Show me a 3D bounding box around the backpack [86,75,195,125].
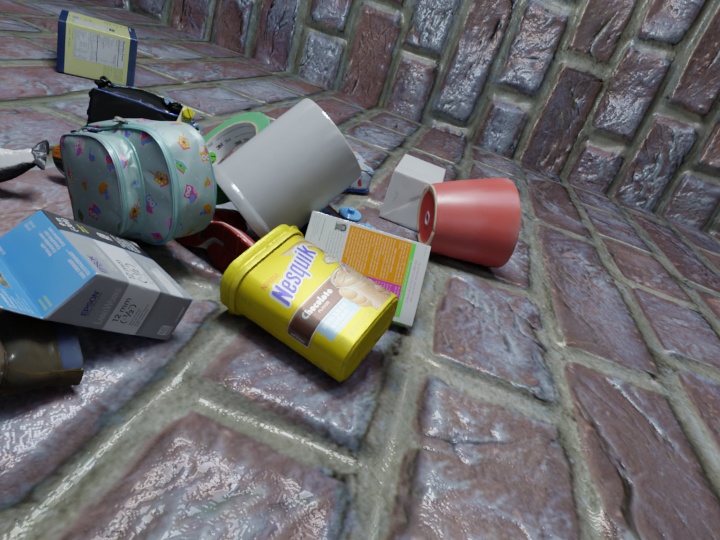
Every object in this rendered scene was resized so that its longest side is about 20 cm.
[{"bbox_3d":[-0.441,-0.300,1.065,0.180,0.136,0.200,17,13,-9],"label":"backpack"}]

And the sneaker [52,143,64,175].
[{"bbox_3d":[-0.440,-0.184,0.929,0.198,0.077,0.092,13,18,-32],"label":"sneaker"}]

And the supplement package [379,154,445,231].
[{"bbox_3d":[0.134,-0.197,1.289,0.118,0.123,0.200,21,26,3],"label":"supplement package"}]

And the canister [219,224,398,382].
[{"bbox_3d":[-0.066,0.040,0.698,0.198,0.087,0.149,31,49,17],"label":"canister"}]

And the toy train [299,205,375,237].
[{"bbox_3d":[-0.023,-0.044,0.925,0.113,0.088,0.200,-10,42,-40],"label":"toy train"}]

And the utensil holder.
[{"bbox_3d":[-0.120,-0.157,0.858,0.171,0.199,0.170,51,-5,6],"label":"utensil holder"}]

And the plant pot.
[{"bbox_3d":[0.225,-0.109,1.130,0.174,0.203,0.201,3,28,-10],"label":"plant pot"}]

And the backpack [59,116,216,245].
[{"bbox_3d":[-0.305,-0.121,0.720,0.197,0.179,0.153,4,15,23],"label":"backpack"}]

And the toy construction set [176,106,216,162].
[{"bbox_3d":[-0.326,-0.165,0.871,0.132,0.200,0.092,53,-11,-22],"label":"toy construction set"}]

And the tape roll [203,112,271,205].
[{"bbox_3d":[-0.245,-0.216,0.989,0.201,0.200,0.048,48,-4,45],"label":"tape roll"}]

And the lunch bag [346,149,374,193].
[{"bbox_3d":[-0.067,-0.275,1.354,0.158,0.076,0.200,-3,35,-35],"label":"lunch bag"}]

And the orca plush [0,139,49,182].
[{"bbox_3d":[-0.576,-0.166,0.779,0.198,0.107,0.071,-19,-1,-19],"label":"orca plush"}]

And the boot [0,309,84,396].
[{"bbox_3d":[-0.357,0.057,0.528,0.096,0.075,0.200,15,23,-49],"label":"boot"}]

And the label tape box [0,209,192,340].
[{"bbox_3d":[-0.306,0.000,0.569,0.143,0.067,0.200,36,1,29],"label":"label tape box"}]

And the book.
[{"bbox_3d":[0.000,0.000,0.816,0.197,0.135,0.048,17,-16,-7],"label":"book"}]

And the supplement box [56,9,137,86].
[{"bbox_3d":[-0.764,-0.646,1.506,0.197,0.136,0.200,4,30,-29],"label":"supplement box"}]

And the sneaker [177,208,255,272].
[{"bbox_3d":[-0.199,-0.058,0.835,0.199,0.079,0.115,32,29,21],"label":"sneaker"}]
